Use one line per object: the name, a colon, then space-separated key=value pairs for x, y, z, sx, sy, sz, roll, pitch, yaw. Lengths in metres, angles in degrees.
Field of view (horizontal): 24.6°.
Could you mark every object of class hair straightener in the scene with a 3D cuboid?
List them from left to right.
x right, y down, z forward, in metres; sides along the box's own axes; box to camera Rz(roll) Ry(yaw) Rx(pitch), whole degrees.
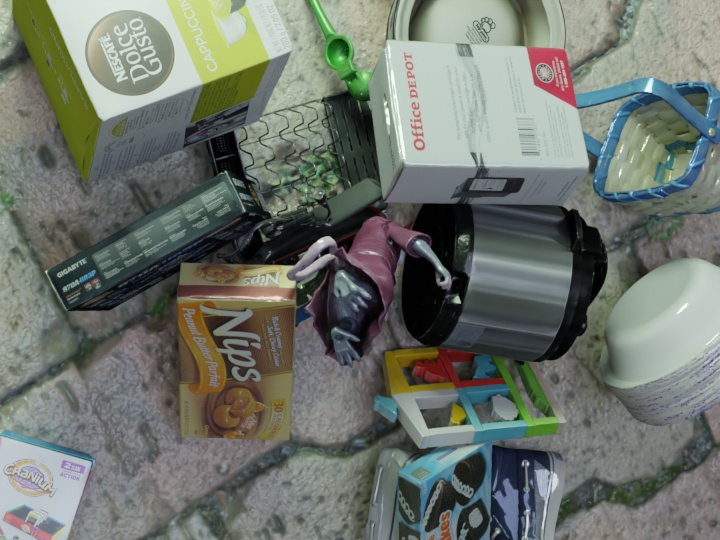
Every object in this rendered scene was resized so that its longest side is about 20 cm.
hair straightener: x=-0.058 y=-0.053 z=1.661 sx=0.199 sy=0.041 sz=0.077 roll=-21 pitch=134 yaw=-27

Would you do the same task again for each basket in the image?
basket: x=0.314 y=-0.142 z=1.798 sx=0.200 sy=0.176 sz=0.140 roll=26 pitch=72 yaw=-34

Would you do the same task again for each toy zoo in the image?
toy zoo: x=0.107 y=0.132 z=1.776 sx=0.199 sy=0.131 sz=0.021 roll=-3 pitch=132 yaw=-19

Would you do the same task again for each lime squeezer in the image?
lime squeezer: x=-0.004 y=-0.223 z=1.738 sx=0.200 sy=0.038 sz=0.071 roll=48 pitch=48 yaw=-15

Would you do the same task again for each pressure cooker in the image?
pressure cooker: x=0.159 y=0.010 z=1.754 sx=0.199 sy=0.176 sz=0.180 roll=9 pitch=93 yaw=-16

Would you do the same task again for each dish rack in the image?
dish rack: x=-0.059 y=-0.105 z=1.732 sx=0.199 sy=0.055 sz=0.154 roll=-17 pitch=100 yaw=-18

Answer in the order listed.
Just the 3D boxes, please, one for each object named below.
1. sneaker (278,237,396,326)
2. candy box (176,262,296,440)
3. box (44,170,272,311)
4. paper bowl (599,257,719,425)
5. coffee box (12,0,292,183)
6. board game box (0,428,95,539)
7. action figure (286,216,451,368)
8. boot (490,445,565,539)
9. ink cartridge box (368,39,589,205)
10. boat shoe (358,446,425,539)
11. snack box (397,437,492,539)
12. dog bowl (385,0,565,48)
sneaker: x=-0.051 y=0.010 z=1.738 sx=0.199 sy=0.089 sz=0.079 roll=-10 pitch=77 yaw=-36
candy box: x=-0.124 y=0.084 z=1.652 sx=0.115 sy=0.055 sz=0.201 roll=1 pitch=131 yaw=-3
box: x=-0.191 y=-0.025 z=1.605 sx=0.199 sy=0.159 sz=0.046 roll=-29 pitch=86 yaw=5
paper bowl: x=0.350 y=0.065 z=1.813 sx=0.201 sy=0.201 sz=0.104 roll=-45 pitch=106 yaw=-11
coffee box: x=-0.206 y=-0.230 z=1.569 sx=0.197 sy=0.200 sz=0.200 roll=-22 pitch=83 yaw=-17
board game box: x=-0.370 y=0.262 z=1.655 sx=0.152 sy=0.040 sz=0.201 roll=20 pitch=87 yaw=-20
action figure: x=0.000 y=0.000 z=1.641 sx=0.149 sy=0.134 sz=0.200 roll=42 pitch=36 yaw=-13
boot: x=0.167 y=0.296 z=1.841 sx=0.090 sy=0.073 sz=0.201 roll=10 pitch=84 yaw=-12
ink cartridge box: x=0.115 y=-0.148 z=1.669 sx=0.199 sy=0.083 sz=0.146 roll=0 pitch=65 yaw=-16
boat shoe: x=0.033 y=0.287 z=1.789 sx=0.073 sy=0.065 sz=0.201 roll=-5 pitch=111 yaw=-56
snack box: x=0.090 y=0.281 z=1.767 sx=0.116 sy=0.037 sz=0.201 roll=-26 pitch=126 yaw=-39
dog bowl: x=0.116 y=-0.252 z=1.774 sx=0.199 sy=0.074 sz=0.201 roll=-1 pitch=94 yaw=-19
